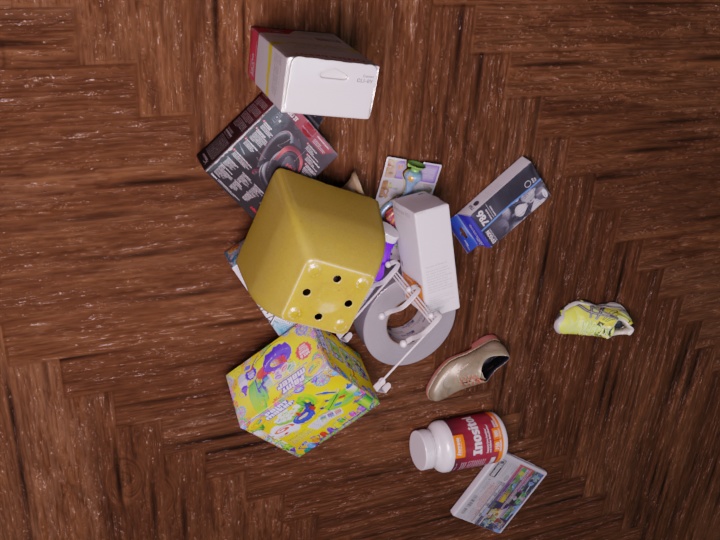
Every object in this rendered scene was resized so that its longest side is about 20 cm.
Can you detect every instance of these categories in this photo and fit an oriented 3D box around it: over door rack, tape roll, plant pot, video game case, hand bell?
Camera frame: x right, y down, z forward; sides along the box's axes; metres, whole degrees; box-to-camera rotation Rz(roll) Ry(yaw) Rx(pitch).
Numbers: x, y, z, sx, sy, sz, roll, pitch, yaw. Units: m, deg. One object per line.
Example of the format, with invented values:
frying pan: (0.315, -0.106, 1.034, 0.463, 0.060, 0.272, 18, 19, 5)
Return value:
over door rack: (0.041, 0.102, 1.472, 0.066, 0.148, 0.201, 4, 129, -48)
tape roll: (0.086, 0.085, 1.616, 0.198, 0.066, 0.203, -10, 119, -19)
plant pot: (-0.069, -0.010, 1.313, 0.194, 0.201, 0.196, 15, 118, -25)
video game case: (0.339, 0.541, 2.003, 0.181, 0.023, 0.201, 29, 101, -33)
hand bell: (-0.081, -0.090, 1.447, 0.198, 0.105, 0.105, -22, 124, 2)

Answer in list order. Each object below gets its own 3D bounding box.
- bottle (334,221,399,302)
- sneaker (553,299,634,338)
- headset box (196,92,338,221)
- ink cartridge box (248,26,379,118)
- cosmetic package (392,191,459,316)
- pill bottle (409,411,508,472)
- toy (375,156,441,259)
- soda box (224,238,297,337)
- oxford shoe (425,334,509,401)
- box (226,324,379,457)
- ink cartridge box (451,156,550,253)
bottle: (0.000, 0.000, 1.509, 0.083, 0.066, 0.201, 15, 122, -34)
sneaker: (0.522, 0.113, 1.820, 0.198, 0.077, 0.076, -5, 121, -20)
headset box: (-0.145, -0.197, 1.353, 0.200, 0.075, 0.149, -43, 126, 3)
ink cartridge box: (-0.077, -0.303, 1.249, 0.143, 0.200, 0.084, -1, 117, -23)
cosmetic package: (0.118, -0.030, 1.478, 0.070, 0.101, 0.202, -16, 113, -17)
pill bottle: (0.215, 0.381, 1.804, 0.198, 0.113, 0.114, -6, 119, -22)
toy: (0.079, -0.104, 1.521, 0.114, 0.047, 0.202, 5, 114, -24)
soda box: (-0.164, 0.034, 1.477, 0.068, 0.064, 0.201, -33, 124, -4)
oxford shoe: (0.227, 0.218, 1.744, 0.199, 0.075, 0.071, -40, 126, 0)
box: (-0.106, 0.221, 1.522, 0.199, 0.123, 0.193, -34, 140, 11)
ink cartridge box: (0.271, -0.121, 1.605, 0.200, 0.039, 0.100, -41, 126, 2)
